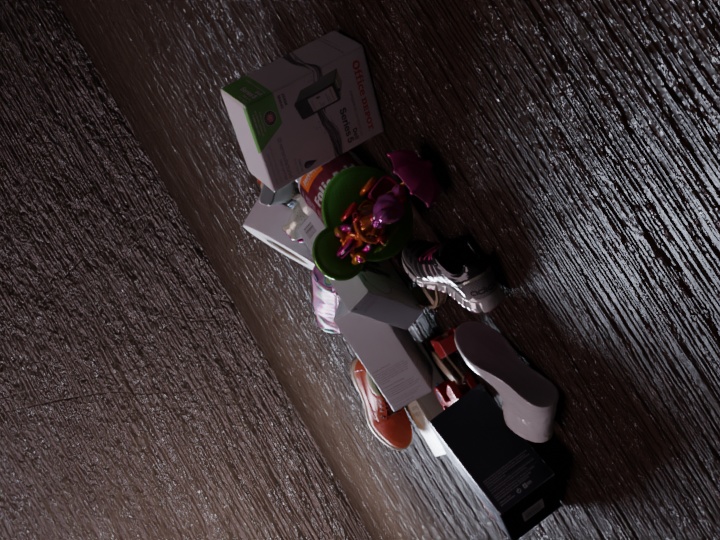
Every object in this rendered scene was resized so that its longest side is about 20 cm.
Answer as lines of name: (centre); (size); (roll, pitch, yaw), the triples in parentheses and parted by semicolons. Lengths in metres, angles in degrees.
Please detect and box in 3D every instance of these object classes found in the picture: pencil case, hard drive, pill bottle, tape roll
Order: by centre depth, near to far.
pill bottle: (-0.031, -0.131, 1.525); (0.200, 0.114, 0.114); (50, 161, 31)
hard drive: (-0.133, -0.183, 1.643); (0.200, 0.026, 0.133); (-57, -17, -82)
pencil case: (-0.049, 0.049, 1.821); (0.088, 0.087, 0.200); (53, 162, 24)
tape roll: (-0.133, -0.068, 1.868); (0.202, 0.071, 0.202); (30, 175, 3)

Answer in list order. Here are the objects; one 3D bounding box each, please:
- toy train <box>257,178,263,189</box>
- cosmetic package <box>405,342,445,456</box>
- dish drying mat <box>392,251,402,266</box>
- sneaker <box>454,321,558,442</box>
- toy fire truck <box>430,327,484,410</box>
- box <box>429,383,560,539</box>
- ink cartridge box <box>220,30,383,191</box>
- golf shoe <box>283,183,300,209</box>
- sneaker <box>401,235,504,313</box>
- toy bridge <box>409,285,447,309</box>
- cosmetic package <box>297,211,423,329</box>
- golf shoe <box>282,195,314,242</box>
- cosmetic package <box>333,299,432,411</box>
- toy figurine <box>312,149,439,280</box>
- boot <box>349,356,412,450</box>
toy train: (-0.166, -0.219, 1.783); (0.201, 0.055, 0.151); (89, -173, -50)
cosmetic package: (0.127, 0.245, 1.764); (0.201, 0.071, 0.105); (58, 165, 9)
dish drying mat: (0.016, -0.099, 1.613); (0.200, 0.018, 0.077); (53, 163, 26)
sneaker: (0.209, 0.170, 1.379); (0.200, 0.073, 0.116); (46, 155, 39)
toy fire truck: (0.158, 0.177, 1.594); (0.141, 0.049, 0.200); (60, 165, 5)
box: (0.214, 0.306, 1.474); (0.182, 0.104, 0.200); (52, 174, 31)
ink cartridge box: (-0.079, -0.231, 1.347); (0.084, 0.199, 0.146); (39, 154, 47)
golf shoe: (-0.086, -0.139, 1.808); (0.097, 0.078, 0.200); (38, 167, -7)
sneaker: (0.124, -0.015, 1.328); (0.200, 0.074, 0.088); (33, 148, 51)
toy bridge: (0.112, 0.026, 1.513); (0.067, 0.027, 0.200); (55, 165, 18)
cosmetic package: (0.000, 0.000, 1.550); (0.151, 0.052, 0.200); (23, -154, -49)
golf shoe: (-0.079, -0.093, 1.674); (0.075, 0.092, 0.200); (46, -167, 15)
cosmetic package: (0.043, 0.129, 1.641); (0.200, 0.085, 0.108); (56, -166, -11)
toy figurine: (0.030, -0.092, 1.319); (0.150, 0.200, 0.184); (41, 154, -7)
boot: (0.049, 0.255, 1.772); (0.201, 0.075, 0.107); (63, 163, -7)
